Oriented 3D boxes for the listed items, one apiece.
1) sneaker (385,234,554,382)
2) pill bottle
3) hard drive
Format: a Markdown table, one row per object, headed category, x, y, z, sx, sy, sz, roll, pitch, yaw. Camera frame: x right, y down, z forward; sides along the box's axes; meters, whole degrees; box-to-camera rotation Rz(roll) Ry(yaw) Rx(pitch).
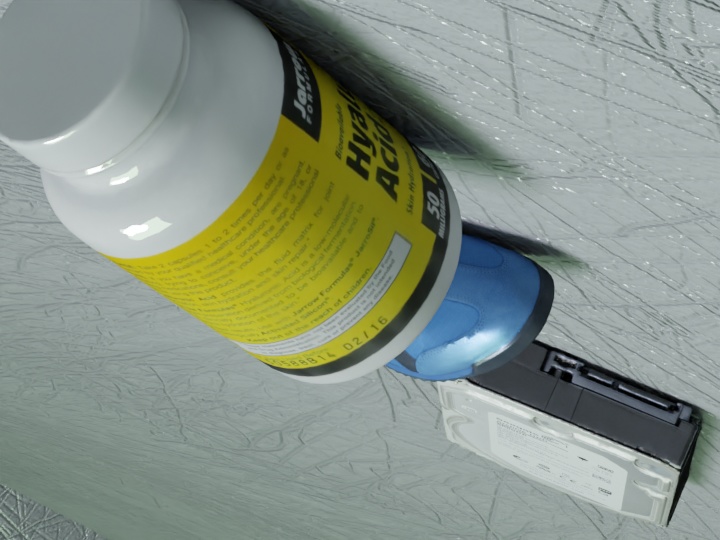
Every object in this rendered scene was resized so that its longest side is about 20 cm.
| category | x | y | z | sx | sy | sz | roll | pitch | yaw |
| --- | --- | --- | --- | --- | --- | --- | --- | --- | --- |
| sneaker | 0.000 | 0.000 | 1.340 | 0.200 | 0.066 | 0.078 | 12 | 160 | 47 |
| pill bottle | -0.056 | -0.041 | 1.146 | 0.111 | 0.112 | 0.200 | 14 | 165 | 42 |
| hard drive | 0.111 | 0.086 | 1.572 | 0.139 | 0.038 | 0.200 | 22 | 168 | 8 |
